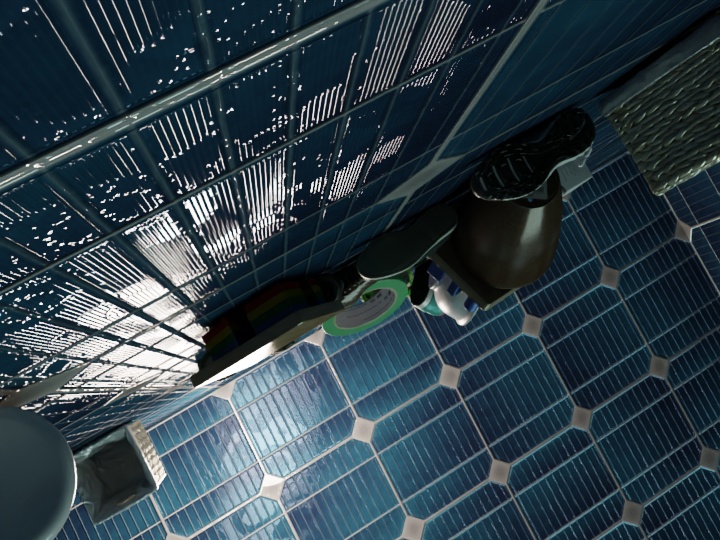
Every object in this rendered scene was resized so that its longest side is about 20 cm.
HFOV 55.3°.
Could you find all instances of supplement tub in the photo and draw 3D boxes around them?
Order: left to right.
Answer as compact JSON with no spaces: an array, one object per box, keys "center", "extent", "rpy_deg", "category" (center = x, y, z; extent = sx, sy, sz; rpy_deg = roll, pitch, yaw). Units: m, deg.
[{"center":[-0.369,0.225,0.689],"extent":[0.142,0.147,0.199],"rpy_deg":[-26,174,-35],"category":"supplement tub"}]

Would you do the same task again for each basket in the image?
[{"center":[-0.673,0.548,1.904],"extent":[0.195,0.204,0.161],"rpy_deg":[-28,-179,-5],"category":"basket"},{"center":[0.487,-0.239,0.966],"extent":[0.196,0.164,0.199],"rpy_deg":[-24,171,-39],"category":"basket"}]

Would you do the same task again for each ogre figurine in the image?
[{"center":[0.063,0.027,1.590],"extent":[0.117,0.101,0.200],"rpy_deg":[-19,163,9],"category":"ogre figurine"}]

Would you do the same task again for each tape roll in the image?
[{"center":[0.002,0.061,1.426],"extent":[0.196,0.049,0.202],"rpy_deg":[-21,153,-11],"category":"tape roll"}]

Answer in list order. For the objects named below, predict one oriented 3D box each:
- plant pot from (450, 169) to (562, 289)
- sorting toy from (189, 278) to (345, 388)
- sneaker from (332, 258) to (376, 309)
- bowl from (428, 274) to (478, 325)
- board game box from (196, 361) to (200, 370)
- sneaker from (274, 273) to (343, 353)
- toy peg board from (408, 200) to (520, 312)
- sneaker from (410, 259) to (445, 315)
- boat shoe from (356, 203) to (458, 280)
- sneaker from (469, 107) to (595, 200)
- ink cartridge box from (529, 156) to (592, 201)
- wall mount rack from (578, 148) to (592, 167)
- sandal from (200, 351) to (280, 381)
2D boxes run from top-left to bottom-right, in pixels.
[{"center":[0.246,-0.095,1.088],"extent":[0.184,0.190,0.201],"rpy_deg":[-28,162,-10],"category":"plant pot"},{"center":[-0.145,0.084,1.045],"extent":[0.196,0.071,0.200],"rpy_deg":[-31,174,15],"category":"sorting toy"},{"center":[0.000,0.000,1.221],"extent":[0.197,0.071,0.076],"rpy_deg":[-33,158,-13],"category":"sneaker"},{"center":[0.198,0.004,1.428],"extent":[0.088,0.207,0.201],"rpy_deg":[15,167,-7],"category":"bowl"},{"center":[-0.260,0.170,1.494],"extent":[0.197,0.030,0.135],"rpy_deg":[-29,174,-16],"category":"board game box"},{"center":[-0.105,0.075,1.175],"extent":[0.197,0.077,0.079],"rpy_deg":[-33,179,14],"category":"sneaker"},{"center":[0.195,-0.009,1.254],"extent":[0.197,0.200,0.099],"rpy_deg":[-25,152,-42],"category":"toy peg board"},{"center":[0.187,0.017,1.561],"extent":[0.082,0.120,0.205],"rpy_deg":[-9,-126,46],"category":"sneaker"},{"center":[0.076,-0.035,1.133],"extent":[0.198,0.075,0.067],"rpy_deg":[-38,160,-20],"category":"boat shoe"},{"center":[0.235,-0.151,0.956],"extent":[0.197,0.075,0.079],"rpy_deg":[-29,-179,-15],"category":"sneaker"},{"center":[0.393,-0.180,1.535],"extent":[0.197,0.085,0.145],"rpy_deg":[-29,175,-11],"category":"ink cartridge box"},{"center":[0.352,-0.163,1.268],"extent":[0.176,0.074,0.200],"rpy_deg":[-55,169,8],"category":"wall mount rack"},{"center":[-0.199,0.124,1.224],"extent":[0.197,0.082,0.057],"rpy_deg":[-25,-160,-25],"category":"sandal"}]
